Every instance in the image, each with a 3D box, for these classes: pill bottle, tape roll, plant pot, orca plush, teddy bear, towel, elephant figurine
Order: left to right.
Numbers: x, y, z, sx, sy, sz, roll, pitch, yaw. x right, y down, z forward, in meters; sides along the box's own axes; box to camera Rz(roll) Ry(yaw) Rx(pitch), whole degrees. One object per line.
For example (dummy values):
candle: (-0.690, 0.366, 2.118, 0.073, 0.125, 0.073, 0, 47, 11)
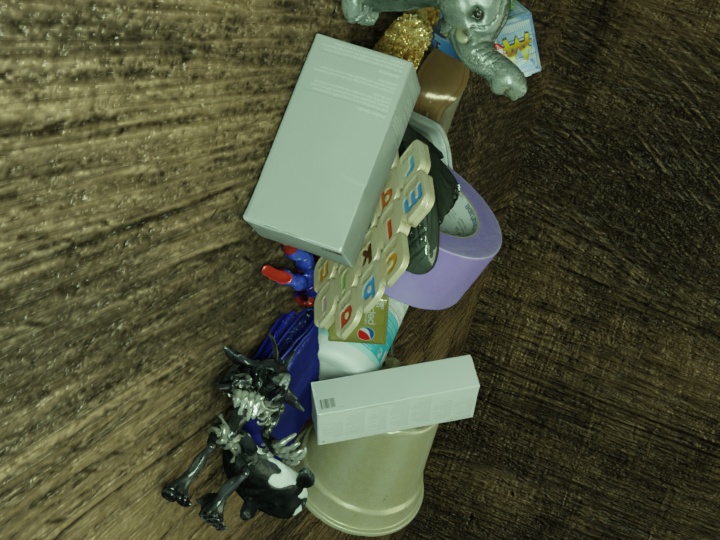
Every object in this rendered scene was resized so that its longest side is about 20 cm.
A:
orca plush: (-0.109, 0.244, 1.219, 0.200, 0.105, 0.071, 85, 17, -60)
towel: (-0.100, 0.145, 1.283, 0.148, 0.049, 0.200, -55, 161, -32)
pill bottle: (0.000, 0.051, 1.412, 0.111, 0.110, 0.200, 89, 23, -58)
plant pot: (0.022, 0.224, 1.487, 0.201, 0.200, 0.184, -55, 171, -51)
teddy bear: (0.040, -0.228, 1.214, 0.145, 0.067, 0.200, -51, -175, 34)
tape roll: (0.057, -0.056, 1.250, 0.085, 0.200, 0.200, -52, 178, 30)
elephant figurine: (0.093, -0.283, 1.077, 0.155, 0.199, 0.142, 88, 26, -44)

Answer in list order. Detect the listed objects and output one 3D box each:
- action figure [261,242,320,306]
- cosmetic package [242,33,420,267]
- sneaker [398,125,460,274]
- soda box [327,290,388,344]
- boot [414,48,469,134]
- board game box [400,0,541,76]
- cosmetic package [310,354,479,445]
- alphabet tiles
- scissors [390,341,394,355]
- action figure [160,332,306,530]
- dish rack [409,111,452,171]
action figure: (-0.061, 0.006, 1.232, 0.200, 0.052, 0.066, 51, 55, -79)
cosmetic package: (-0.025, -0.115, 1.064, 0.090, 0.107, 0.201, 42, 69, -77)
sneaker: (0.067, -0.075, 1.135, 0.076, 0.091, 0.200, -42, -142, 38)
soda box: (0.000, 0.000, 1.282, 0.200, 0.067, 0.064, -87, 180, -56)
boot: (0.103, -0.223, 1.581, 0.146, 0.070, 0.201, 85, 27, -76)
board game box: (0.131, -0.313, 1.235, 0.062, 0.200, 0.200, -23, 143, -25)
cosmetic package: (0.040, 0.158, 1.340, 0.083, 0.199, 0.051, 92, -14, -53)
alphabet tiles: (0.010, -0.034, 1.090, 0.200, 0.015, 0.196, -50, -152, 33)
scissors: (0.044, 0.058, 1.562, 0.073, 0.014, 0.201, -72, 169, -57)
action figure: (-0.109, 0.156, 1.089, 0.119, 0.102, 0.200, 43, 66, -31)
dish rack: (0.073, -0.100, 1.413, 0.172, 0.043, 0.201, -138, -145, -63)
